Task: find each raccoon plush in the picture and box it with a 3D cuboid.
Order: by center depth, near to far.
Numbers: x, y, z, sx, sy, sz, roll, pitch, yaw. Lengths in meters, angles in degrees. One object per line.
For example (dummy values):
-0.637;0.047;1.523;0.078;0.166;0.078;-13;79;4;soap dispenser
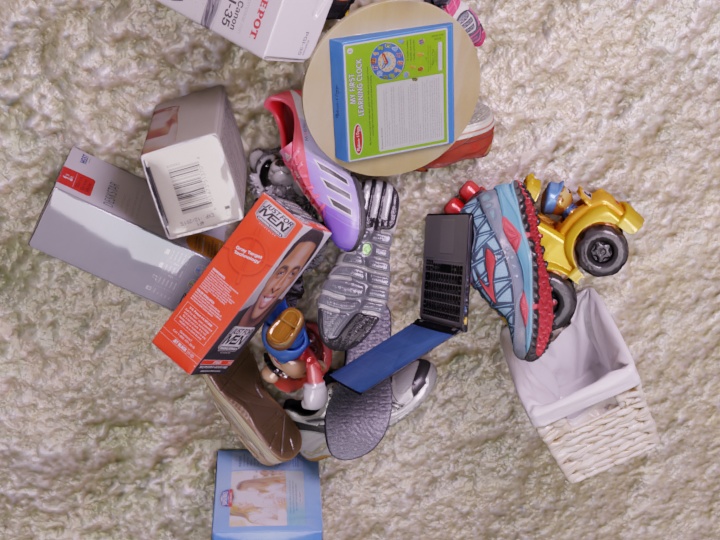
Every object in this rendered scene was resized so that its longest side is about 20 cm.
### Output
-0.104;-0.054;1.700;0.097;0.134;0.200;5;145;-21;raccoon plush

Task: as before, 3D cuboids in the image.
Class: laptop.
0.043;0.032;1.631;0.116;0.187;0.200;3;91;-12;laptop

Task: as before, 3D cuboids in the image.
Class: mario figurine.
-0.095;0.095;1.693;0.106;0.124;0.200;-5;156;8;mario figurine

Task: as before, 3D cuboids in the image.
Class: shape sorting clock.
0.033;-0.195;1.565;0.200;0.039;0.200;-10;120;-18;shape sorting clock

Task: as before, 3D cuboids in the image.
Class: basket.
0.260;0.136;1.721;0.136;0.200;0.123;-26;118;7;basket

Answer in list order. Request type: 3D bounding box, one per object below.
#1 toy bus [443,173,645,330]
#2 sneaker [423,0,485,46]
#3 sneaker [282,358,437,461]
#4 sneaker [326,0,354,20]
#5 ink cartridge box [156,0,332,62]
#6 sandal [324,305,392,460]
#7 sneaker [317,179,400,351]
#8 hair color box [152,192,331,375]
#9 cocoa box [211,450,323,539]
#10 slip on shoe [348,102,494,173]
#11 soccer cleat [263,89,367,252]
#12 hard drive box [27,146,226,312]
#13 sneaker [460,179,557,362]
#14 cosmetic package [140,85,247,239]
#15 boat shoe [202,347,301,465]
0.200;-0.044;1.689;0.192;0.136;0.200;45;102;-1;toy bus
0.055;-0.217;1.626;0.075;0.081;0.200;37;108;-27;sneaker
-0.004;0.153;1.774;0.200;0.076;0.088;-30;107;6;sneaker
-0.022;-0.323;1.591;0.200;0.070;0.090;-28;125;8;sneaker
-0.126;-0.323;1.516;0.200;0.083;0.147;31;111;26;ink cartridge box
0.004;0.132;1.735;0.076;0.043;0.200;11;70;-1;sandal
0.000;0.000;1.683;0.075;0.115;0.200;18;83;-2;sneaker
-0.125;0.017;1.555;0.061;0.102;0.200;39;98;15;hair color box
-0.112;0.318;1.766;0.133;0.200;0.131;0;112;-4;cocoa box
0.058;-0.137;1.665;0.200;0.074;0.061;-13;127;2;slip on shoe
-0.051;-0.110;1.612;0.073;0.200;0.068;-3;157;-36;soccer cleat
-0.257;-0.043;1.636;0.200;0.156;0.077;25;108;-13;hard drive box
0.158;0.006;1.611;0.095;0.079;0.200;-13;77;24;sneaker
-0.178;-0.121;1.585;0.087;0.200;0.103;-16;110;3;cosmetic package
-0.151;0.151;1.763;0.200;0.072;0.065;54;141;-4;boat shoe
